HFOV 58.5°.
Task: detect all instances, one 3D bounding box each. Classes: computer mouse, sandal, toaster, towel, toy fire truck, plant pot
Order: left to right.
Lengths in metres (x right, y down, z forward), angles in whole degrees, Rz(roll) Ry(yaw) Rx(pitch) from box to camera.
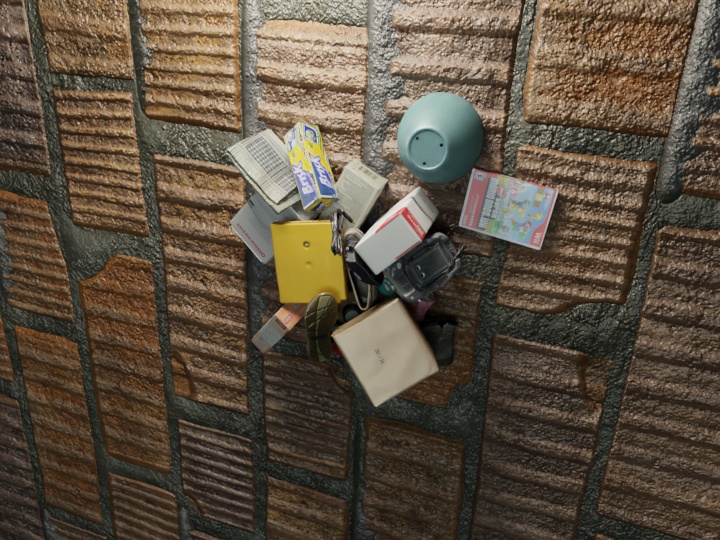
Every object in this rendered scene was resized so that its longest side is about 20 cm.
[{"bbox_3d":[-0.206,-0.244,1.547,0.201,0.193,0.034,49,125,-3],"label":"towel"},{"bbox_3d":[-0.101,0.135,1.568,0.079,0.054,0.203,-3,123,-12],"label":"sandal"},{"bbox_3d":[-0.017,-0.050,1.481,0.046,0.142,0.199,-23,141,27],"label":"computer mouse"},{"bbox_3d":[-0.013,0.177,1.665,0.176,0.129,0.199,-42,120,17],"label":"toy fire truck"},{"bbox_3d":[0.145,-0.015,1.508,0.199,0.129,0.114,-35,99,-8],"label":"toaster"},{"bbox_3d":[0.164,-0.280,1.417,0.197,0.135,0.203,8,114,18],"label":"plant pot"}]

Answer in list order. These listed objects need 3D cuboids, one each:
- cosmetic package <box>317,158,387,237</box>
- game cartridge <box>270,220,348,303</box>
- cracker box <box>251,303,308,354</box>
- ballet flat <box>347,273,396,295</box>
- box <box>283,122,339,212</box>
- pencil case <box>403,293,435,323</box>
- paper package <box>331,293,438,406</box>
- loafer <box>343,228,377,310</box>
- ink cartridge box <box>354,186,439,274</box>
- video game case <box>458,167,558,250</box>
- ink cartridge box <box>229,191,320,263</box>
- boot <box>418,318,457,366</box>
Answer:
[{"bbox_3d":[-0.027,-0.155,1.571,0.103,0.087,0.201,34,118,3],"label":"cosmetic package"},{"bbox_3d":[-0.120,-0.019,1.541,0.173,0.032,0.203,0,110,13],"label":"game cartridge"},{"bbox_3d":[-0.198,0.129,1.691,0.058,0.134,0.200,45,143,-1],"label":"cracker box"},{"bbox_3d":[0.013,-0.001,1.629,0.198,0.067,0.069,32,125,8],"label":"ballet flat"},{"bbox_3d":[-0.118,-0.245,1.530,0.070,0.064,0.203,-30,71,41],"label":"box"},{"bbox_3d":[0.115,0.126,1.635,0.087,0.087,0.202,30,120,7],"label":"pencil case"},{"bbox_3d":[0.063,0.186,1.530,0.189,0.103,0.202,-30,94,8],"label":"paper package"},{"bbox_3d":[0.000,0.000,1.551,0.071,0.063,0.203,-7,115,17],"label":"loafer"},{"bbox_3d":[0.088,-0.096,1.486,0.144,0.200,0.084,-36,99,29],"label":"ink cartridge box"},{"bbox_3d":[0.336,-0.142,1.472,0.197,0.017,0.145,18,116,14],"label":"video game case"},{"bbox_3d":[-0.220,-0.135,1.641,0.147,0.086,0.199,49,130,-3],"label":"ink cartridge box"},{"bbox_3d":[0.147,0.184,1.611,0.197,0.068,0.133,-11,120,-13],"label":"boot"}]
